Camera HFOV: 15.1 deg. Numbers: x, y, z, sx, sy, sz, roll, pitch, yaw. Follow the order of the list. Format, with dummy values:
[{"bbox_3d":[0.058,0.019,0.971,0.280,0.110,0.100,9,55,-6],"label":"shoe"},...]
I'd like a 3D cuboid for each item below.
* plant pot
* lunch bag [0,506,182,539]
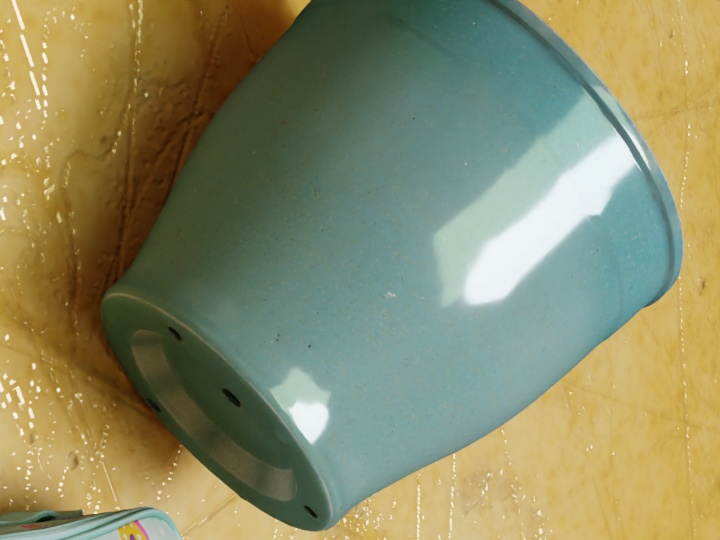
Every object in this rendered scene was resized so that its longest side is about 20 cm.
[{"bbox_3d":[0.000,0.000,1.142,0.188,0.200,0.200,-45,125,-20],"label":"plant pot"},{"bbox_3d":[-0.131,0.168,1.036,0.200,0.077,0.161,-5,94,-67],"label":"lunch bag"}]
